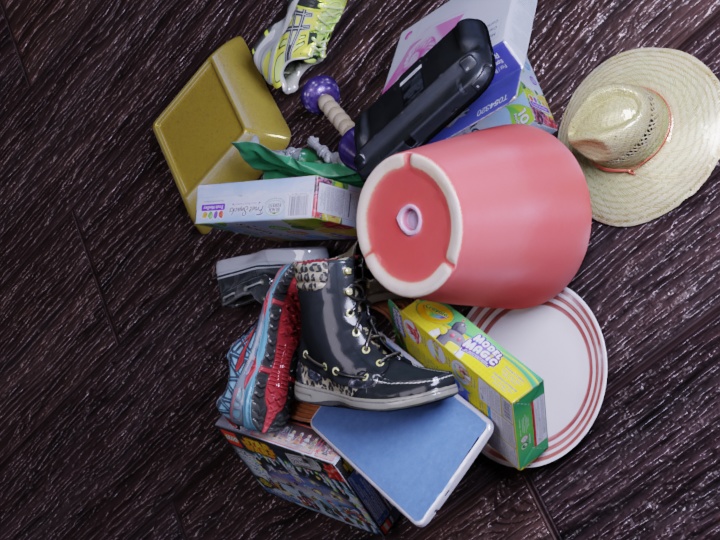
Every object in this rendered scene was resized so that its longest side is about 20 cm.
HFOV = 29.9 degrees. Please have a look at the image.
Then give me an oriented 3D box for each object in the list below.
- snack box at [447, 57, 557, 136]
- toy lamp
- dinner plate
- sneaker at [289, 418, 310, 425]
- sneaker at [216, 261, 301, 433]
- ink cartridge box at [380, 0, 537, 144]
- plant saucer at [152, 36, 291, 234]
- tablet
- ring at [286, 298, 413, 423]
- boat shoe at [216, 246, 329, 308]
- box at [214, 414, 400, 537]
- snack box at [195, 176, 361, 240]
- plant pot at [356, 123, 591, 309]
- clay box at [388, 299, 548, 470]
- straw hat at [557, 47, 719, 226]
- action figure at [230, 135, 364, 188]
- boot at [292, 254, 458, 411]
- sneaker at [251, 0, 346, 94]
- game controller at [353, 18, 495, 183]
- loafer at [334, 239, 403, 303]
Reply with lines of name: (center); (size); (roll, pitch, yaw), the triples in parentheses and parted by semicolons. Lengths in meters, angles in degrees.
snack box: (0.112, -0.166, 1.523); (0.200, 0.053, 0.143); (-35, 61, 31)
toy lamp: (-0.018, -0.167, 1.586); (0.058, 0.058, 0.200); (-59, 31, 16)
dinner plate: (0.179, 0.108, 1.430); (0.199, 0.024, 0.202); (-9, 76, 41)
sneaker: (-0.055, 0.171, 1.587); (0.199, 0.081, 0.089); (12, 88, 43)
sneaker: (-0.114, 0.081, 1.525); (0.095, 0.079, 0.201); (0, 64, 41)
ink cartridge box: (0.100, -0.223, 1.446); (0.196, 0.043, 0.201); (-27, 35, 41)
plant saucer: (-0.202, -0.187, 1.811); (0.200, 0.048, 0.201); (-44, 56, 26)
tablet: (0.039, 0.162, 1.410); (0.200, 0.014, 0.131); (37, 92, 42)
ring: (-0.020, 0.095, 1.551); (0.199, 0.019, 0.201); (-14, 45, 14)
boat shoe: (-0.106, 0.011, 1.682); (0.199, 0.072, 0.072); (-12, 83, 50)
box: (-0.062, 0.227, 1.547); (0.199, 0.137, 0.040); (11, 52, 43)
snack box: (-0.078, -0.071, 1.603); (0.199, 0.142, 0.053); (0, 81, 41)
plant pot: (0.105, -0.051, 1.367); (0.199, 0.177, 0.202); (5, 98, 44)
clay box: (0.110, 0.105, 1.400); (0.047, 0.115, 0.200); (-33, 49, -20)
straw hat: (0.261, -0.147, 1.364); (0.200, 0.085, 0.203); (-9, 76, 40)
action figure: (-0.048, -0.128, 1.639); (0.199, 0.118, 0.055); (11, 77, 34)
boot: (0.006, 0.063, 1.390); (0.202, 0.073, 0.155); (-1, 95, 40)
sneaker: (-0.057, -0.306, 1.698); (0.200, 0.075, 0.077); (-50, 60, 36)
game controller: (0.063, -0.175, 1.397); (0.200, 0.042, 0.105); (-39, 31, 32)
loafer: (0.000, 0.000, 1.557); (0.199, 0.068, 0.076); (-15, 43, 26)
